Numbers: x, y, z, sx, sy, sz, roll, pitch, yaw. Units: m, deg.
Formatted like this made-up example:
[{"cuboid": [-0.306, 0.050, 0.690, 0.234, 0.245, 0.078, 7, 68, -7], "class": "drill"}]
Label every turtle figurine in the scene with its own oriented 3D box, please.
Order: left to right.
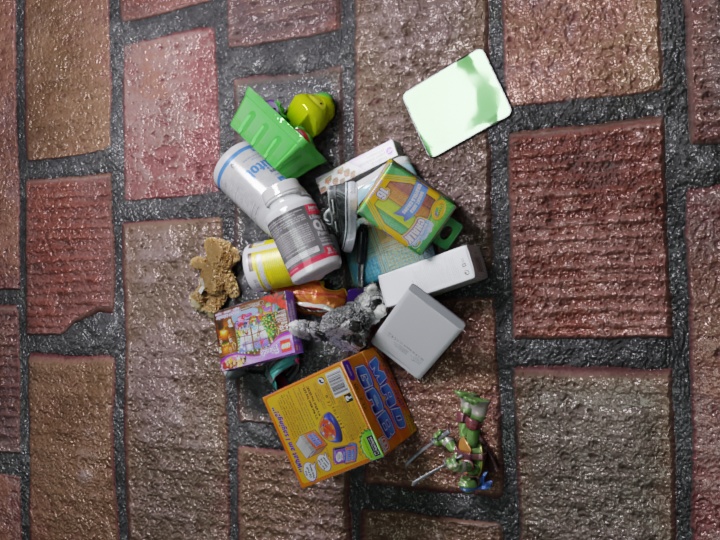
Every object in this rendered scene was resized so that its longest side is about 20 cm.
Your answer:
[{"cuboid": [0.178, 0.338, 1.591, 0.200, 0.144, 0.194, 11, 90, 21], "class": "turtle figurine"}]

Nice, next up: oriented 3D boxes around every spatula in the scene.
[{"cuboid": [0.000, 0.000, 1.713, 0.056, 0.021, 0.200, 2, 92, -5], "class": "spatula"}]

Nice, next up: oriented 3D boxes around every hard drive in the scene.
[{"cuboid": [0.112, 0.127, 1.616, 0.132, 0.026, 0.200, 38, 138, 5], "class": "hard drive"}]

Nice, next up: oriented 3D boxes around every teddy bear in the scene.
[{"cuboid": [-0.339, 0.018, 1.886, 0.145, 0.067, 0.200, 10, 101, 34], "class": "teddy bear"}]

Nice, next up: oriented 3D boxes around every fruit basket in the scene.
[{"cuboid": [-0.144, -0.319, 1.722, 0.215, 0.155, 0.216, -4, 77, 17], "class": "fruit basket"}]

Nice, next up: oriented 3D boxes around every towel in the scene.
[{"cuboid": [0.057, -0.059, 1.717, 0.200, 0.022, 0.147, -20, 83, 22], "class": "towel"}]

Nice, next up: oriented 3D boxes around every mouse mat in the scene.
[{"cuboid": [0.197, -0.345, 1.659, 0.200, 0.008, 0.161, -27, 79, 22], "class": "mouse mat"}]

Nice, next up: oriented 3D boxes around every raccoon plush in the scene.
[{"cuboid": [-0.040, 0.082, 1.675, 0.200, 0.097, 0.134, 14, 54, 12], "class": "raccoon plush"}]

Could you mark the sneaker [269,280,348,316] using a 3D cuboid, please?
[{"cuboid": [-0.111, 0.056, 1.779, 0.200, 0.073, 0.077, 11, 66, 26], "class": "sneaker"}]

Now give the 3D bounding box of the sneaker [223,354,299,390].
[{"cuboid": [-0.214, 0.227, 1.812, 0.200, 0.084, 0.121, -33, 67, 20], "class": "sneaker"}]

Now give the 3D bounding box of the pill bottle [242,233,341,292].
[{"cuboid": [-0.148, -0.022, 1.752, 0.200, 0.109, 0.109, -12, 85, 12], "class": "pill bottle"}]

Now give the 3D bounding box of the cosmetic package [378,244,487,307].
[{"cuboid": [0.147, 0.013, 1.630, 0.200, 0.102, 0.074, -18, 81, 22], "class": "cosmetic package"}]

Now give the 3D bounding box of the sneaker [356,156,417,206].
[{"cuboid": [0.035, -0.155, 1.692, 0.200, 0.074, 0.082, -37, 61, 21], "class": "sneaker"}]

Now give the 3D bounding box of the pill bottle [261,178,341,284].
[{"cuboid": [-0.126, -0.081, 1.639, 0.111, 0.111, 0.200, -28, 82, 22], "class": "pill bottle"}]

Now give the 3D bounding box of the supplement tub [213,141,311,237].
[{"cuboid": [-0.218, -0.181, 1.785, 0.200, 0.132, 0.132, 42, 106, 19], "class": "supplement tub"}]

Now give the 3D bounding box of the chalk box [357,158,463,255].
[{"cuboid": [0.108, -0.116, 1.601, 0.200, 0.124, 0.125, 33, 101, -5], "class": "chalk box"}]

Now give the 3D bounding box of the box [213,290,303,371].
[{"cuboid": [-0.226, 0.135, 1.760, 0.200, 0.039, 0.137, -17, 77, 26], "class": "box"}]

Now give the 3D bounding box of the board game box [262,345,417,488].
[{"cuboid": [-0.038, 0.295, 1.651, 0.200, 0.200, 0.200, -27, 84, 22], "class": "board game box"}]

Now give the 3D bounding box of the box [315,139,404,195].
[{"cuboid": [-0.003, -0.221, 1.734, 0.200, 0.041, 0.039, -24, 80, 24], "class": "box"}]

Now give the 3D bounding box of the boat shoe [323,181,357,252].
[{"cuboid": [-0.041, -0.114, 1.656, 0.071, 0.200, 0.072, 4, 51, 1], "class": "boat shoe"}]
